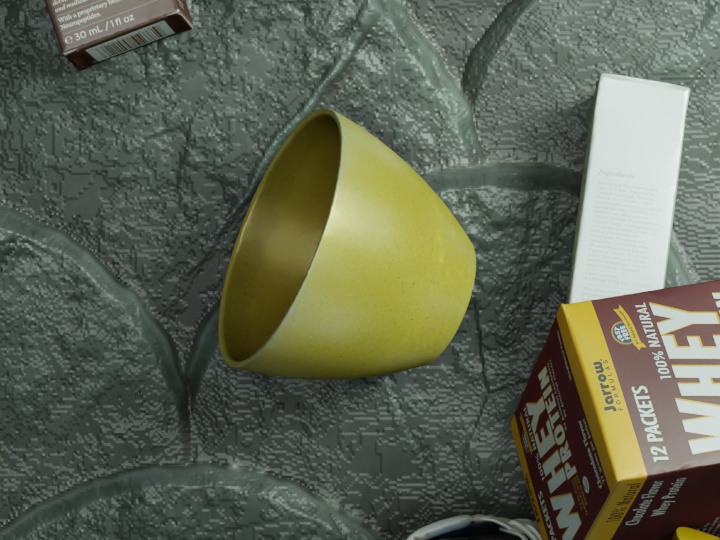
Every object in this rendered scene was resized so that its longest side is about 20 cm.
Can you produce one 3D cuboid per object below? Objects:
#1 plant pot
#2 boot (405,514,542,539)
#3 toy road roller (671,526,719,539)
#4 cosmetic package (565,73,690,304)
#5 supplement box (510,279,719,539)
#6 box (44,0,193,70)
[{"bbox_3d":[0.000,0.000,1.514,0.141,0.200,0.201,22,88,-20],"label":"plant pot"},{"bbox_3d":[0.128,0.218,1.516,0.199,0.096,0.074,-5,72,4],"label":"boot"},{"bbox_3d":[0.271,0.251,1.439,0.199,0.146,0.124,19,104,-6],"label":"toy road roller"},{"bbox_3d":[0.197,-0.038,1.532,0.074,0.102,0.201,9,88,4],"label":"cosmetic package"},{"bbox_3d":[0.230,0.111,1.432,0.199,0.198,0.133,-8,62,-12],"label":"supplement box"},{"bbox_3d":[-0.209,-0.269,1.589,0.100,0.075,0.201,-20,84,3],"label":"box"}]
